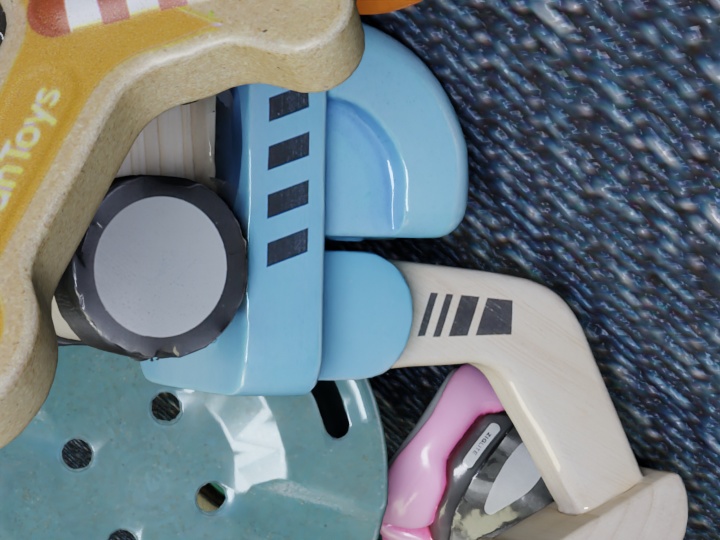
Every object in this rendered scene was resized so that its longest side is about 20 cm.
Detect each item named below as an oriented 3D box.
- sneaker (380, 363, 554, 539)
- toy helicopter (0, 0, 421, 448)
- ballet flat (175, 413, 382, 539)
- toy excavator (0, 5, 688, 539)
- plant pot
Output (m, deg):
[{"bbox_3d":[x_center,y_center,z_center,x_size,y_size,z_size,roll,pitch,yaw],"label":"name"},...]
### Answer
[{"bbox_3d":[0.067,0.112,0.900,0.095,0.079,0.200,22,157,23],"label":"sneaker"},{"bbox_3d":[-0.066,-0.051,0.564,0.132,0.200,0.079,14,154,19],"label":"toy helicopter"},{"bbox_3d":[-0.014,0.114,1.056,0.200,0.067,0.063,25,120,45],"label":"ballet flat"},{"bbox_3d":[0.000,0.000,0.733,0.100,0.199,0.195,-178,88,-66],"label":"toy excavator"},{"bbox_3d":[-0.084,0.066,0.865,0.200,0.200,0.196,45,167,-7],"label":"plant pot"}]
